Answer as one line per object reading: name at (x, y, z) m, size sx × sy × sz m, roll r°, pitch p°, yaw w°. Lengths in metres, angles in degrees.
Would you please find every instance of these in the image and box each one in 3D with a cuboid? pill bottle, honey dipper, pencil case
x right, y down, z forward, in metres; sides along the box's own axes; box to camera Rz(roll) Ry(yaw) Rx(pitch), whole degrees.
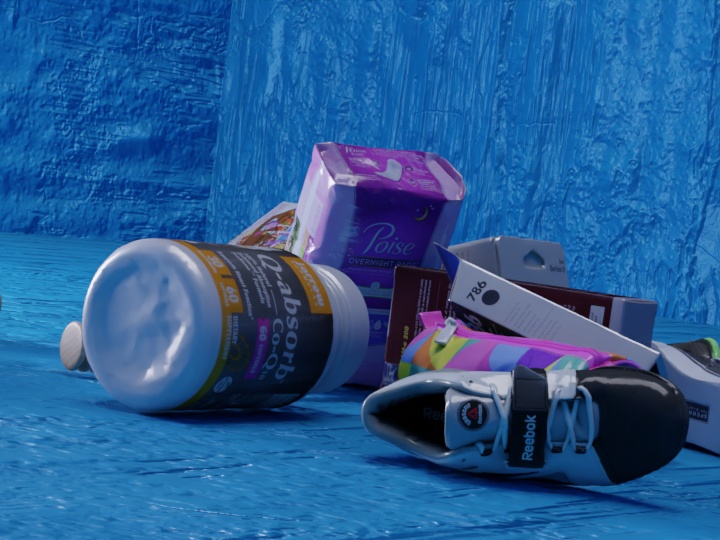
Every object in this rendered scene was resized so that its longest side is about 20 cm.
pill bottle at (-0.088, 0.039, 1.433) m, size 0.116 × 0.116 × 0.200 m, roll 8°, pitch 3°, yaw 35°
honey dipper at (-0.135, 0.066, 1.597) m, size 0.200 × 0.038 × 0.038 m, roll 7°, pitch 2°, yaw -36°
pencil case at (0.104, 0.081, 1.381) m, size 0.088 × 0.088 × 0.200 m, roll 5°, pitch 4°, yaw -37°

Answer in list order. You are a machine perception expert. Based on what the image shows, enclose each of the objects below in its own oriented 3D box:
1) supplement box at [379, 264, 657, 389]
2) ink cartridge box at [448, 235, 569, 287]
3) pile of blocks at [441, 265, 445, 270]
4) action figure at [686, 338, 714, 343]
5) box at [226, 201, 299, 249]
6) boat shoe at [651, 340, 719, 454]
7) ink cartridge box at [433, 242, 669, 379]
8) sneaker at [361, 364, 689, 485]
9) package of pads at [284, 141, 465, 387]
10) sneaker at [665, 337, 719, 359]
supplement box at (0.117, 0.061, 1.569) m, size 0.200 × 0.109 × 0.061 m, roll 9°, pitch 3°, yaw 32°
ink cartridge box at (0.073, 0.029, 1.875) m, size 0.200 × 0.088 × 0.145 m, roll -14°, pitch -9°, yaw 29°
pile of blocks at (0.046, 0.010, 1.746) m, size 0.200 × 0.082 × 0.062 m, roll 50°, pitch -7°, yaw 17°
action figure at (0.361, 0.097, 1.961) m, size 0.200 × 0.069 × 0.130 m, roll 5°, pitch 5°, yaw 38°
box at (-0.081, 0.010, 1.819) m, size 0.137 × 0.039 × 0.200 m, roll 9°, pitch 38°, yaw 45°
boat shoe at (0.268, 0.098, 1.578) m, size 0.068 × 0.072 × 0.200 m, roll 3°, pitch 6°, yaw -28°
ink cartridge box at (0.130, 0.056, 1.465) m, size 0.200 × 0.039 × 0.099 m, roll 28°, pitch -20°, yaw 34°
sneaker at (0.092, 0.093, 1.232) m, size 0.200 × 0.074 × 0.089 m, roll -3°, pitch -3°, yaw 29°
package of pads at (0.000, 0.000, 1.670) m, size 0.120 × 0.200 × 0.076 m, roll 4°, pitch 31°, yaw -23°
sneaker at (0.231, 0.094, 1.707) m, size 0.084 × 0.077 × 0.200 m, roll -2°, pitch -4°, yaw -27°
